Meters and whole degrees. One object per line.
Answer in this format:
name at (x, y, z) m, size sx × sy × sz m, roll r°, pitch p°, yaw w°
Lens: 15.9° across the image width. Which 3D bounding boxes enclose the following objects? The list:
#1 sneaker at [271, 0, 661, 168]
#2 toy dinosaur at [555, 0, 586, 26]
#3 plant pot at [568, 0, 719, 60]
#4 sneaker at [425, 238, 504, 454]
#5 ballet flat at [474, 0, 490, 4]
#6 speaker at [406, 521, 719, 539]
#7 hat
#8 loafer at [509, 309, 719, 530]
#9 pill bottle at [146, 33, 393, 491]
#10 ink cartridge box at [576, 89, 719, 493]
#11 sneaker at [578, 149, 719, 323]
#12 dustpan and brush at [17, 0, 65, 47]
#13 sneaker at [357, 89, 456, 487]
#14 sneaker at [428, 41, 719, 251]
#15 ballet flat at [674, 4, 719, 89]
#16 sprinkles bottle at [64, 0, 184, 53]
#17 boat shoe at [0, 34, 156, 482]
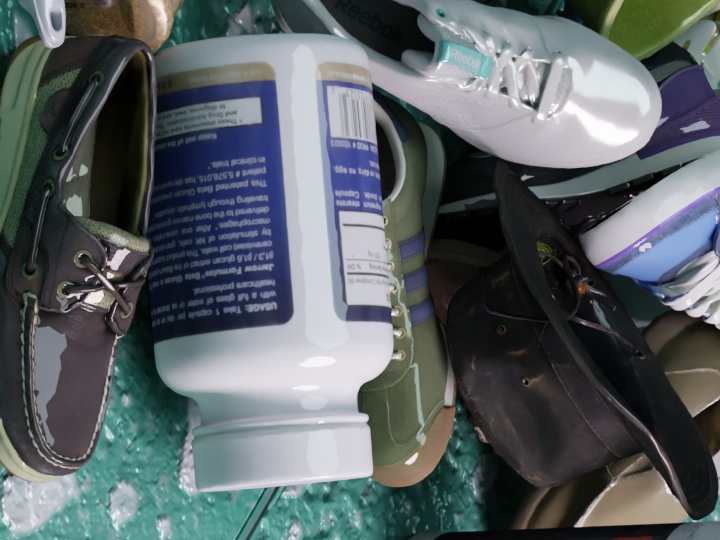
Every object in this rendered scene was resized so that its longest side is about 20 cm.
sneaker at (0.051, -0.099, 1.234) m, size 0.088 × 0.200 × 0.075 m, roll -122°, pitch -128°, yaw -84°
toy dinosaur at (0.176, -0.173, 1.450) m, size 0.105 × 0.181 × 0.200 m, roll -3°, pitch 65°, yaw -48°
plant pot at (0.129, -0.240, 1.329) m, size 0.190 × 0.200 × 0.200 m, roll 46°, pitch 35°, yaw 15°
sneaker at (0.084, 0.056, 1.378) m, size 0.200 × 0.070 × 0.076 m, roll 40°, pitch 58°, yaw -40°
ballet flat at (0.024, -0.194, 1.351) m, size 0.200 × 0.071 × 0.071 m, roll 24°, pitch 64°, yaw -48°
speaker at (0.113, 0.167, 1.283) m, size 0.081 × 0.200 × 0.081 m, roll 11°, pitch 76°, yaw -52°
hat at (0.093, 0.049, 1.269) m, size 0.201 × 0.081 × 0.201 m, roll 54°, pitch 12°, yaw -17°
loafer at (0.144, 0.116, 1.380) m, size 0.076 × 0.067 × 0.200 m, roll 18°, pitch 103°, yaw -48°
pill bottle at (-0.043, -0.001, 1.186) m, size 0.111 × 0.111 × 0.200 m, roll 3°, pitch 80°, yaw -53°
ink cartridge box at (0.204, 0.012, 1.503) m, size 0.147 × 0.083 × 0.200 m, roll -62°, pitch 142°, yaw -38°
sneaker at (0.209, 0.014, 1.333) m, size 0.200 × 0.081 × 0.147 m, roll -16°, pitch 76°, yaw -51°
dustpan and brush at (-0.161, -0.191, 1.109) m, size 0.140 × 0.057 × 0.200 m, roll -5°, pitch 87°, yaw -55°
sneaker at (0.000, 0.000, 1.271) m, size 0.090 × 0.067 × 0.200 m, roll 40°, pitch 45°, yaw -55°
sneaker at (0.099, -0.068, 1.385) m, size 0.200 × 0.076 × 0.088 m, roll -14°, pitch 74°, yaw -18°
ballet flat at (0.203, -0.154, 1.579) m, size 0.067 × 0.067 × 0.200 m, roll 44°, pitch 51°, yaw -40°
sprinkles bottle at (-0.083, -0.189, 1.207) m, size 0.068 × 0.068 × 0.200 m, roll 53°, pitch 45°, yaw -32°
boat shoe at (-0.124, -0.009, 1.118) m, size 0.073 × 0.065 × 0.200 m, roll 14°, pitch 73°, yaw -52°
